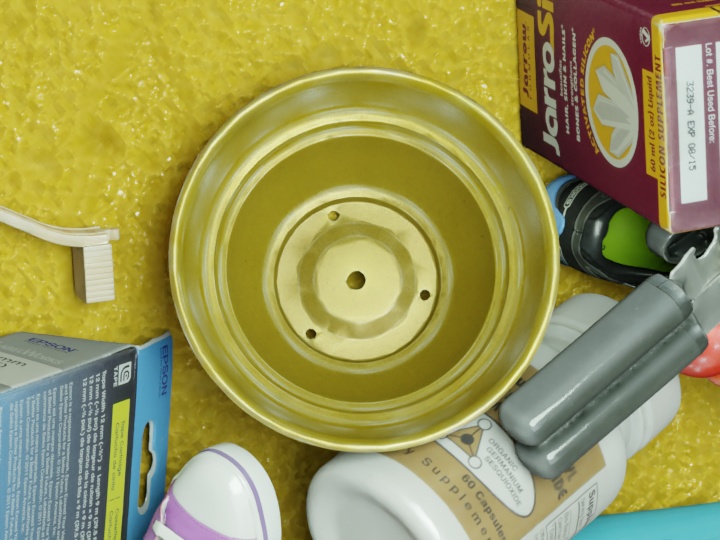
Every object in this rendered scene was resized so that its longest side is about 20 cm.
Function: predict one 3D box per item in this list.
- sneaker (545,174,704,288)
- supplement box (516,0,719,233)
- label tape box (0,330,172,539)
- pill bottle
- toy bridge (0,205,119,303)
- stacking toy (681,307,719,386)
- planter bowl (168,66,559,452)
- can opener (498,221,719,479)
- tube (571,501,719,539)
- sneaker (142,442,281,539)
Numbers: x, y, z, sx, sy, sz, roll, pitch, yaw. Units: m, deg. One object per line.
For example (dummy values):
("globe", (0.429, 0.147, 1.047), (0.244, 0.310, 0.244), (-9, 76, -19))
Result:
("sneaker", (0.193, -0.011, 1.620), (0.199, 0.083, 0.071), (7, 102, -23))
("supplement box", (0.155, -0.100, 1.515), (0.086, 0.200, 0.110), (-9, 107, -17))
("label tape box", (-0.178, 0.112, 1.508), (0.200, 0.066, 0.143), (-21, 120, -59))
("pill bottle", (0.076, 0.100, 1.565), (0.200, 0.114, 0.114), (-37, 116, -32))
("toy bridge", (-0.220, -0.007, 1.494), (0.200, 0.027, 0.067), (-8, 106, -19))
("stacking toy", (0.230, 0.043, 1.613), (0.200, 0.085, 0.085), (20, 97, -47))
("planter bowl", (0.000, 0.000, 1.531), (0.200, 0.083, 0.201), (1, 80, -3))
("can opener", (0.146, 0.023, 1.515), (0.200, 0.067, 0.053), (-39, 130, -13))
("tube", (0.174, 0.166, 1.686), (0.200, 0.050, 0.078), (-2, 113, -26))
("sneaker", (-0.113, 0.186, 1.517), (0.114, 0.073, 0.201), (-15, 132, -55))
